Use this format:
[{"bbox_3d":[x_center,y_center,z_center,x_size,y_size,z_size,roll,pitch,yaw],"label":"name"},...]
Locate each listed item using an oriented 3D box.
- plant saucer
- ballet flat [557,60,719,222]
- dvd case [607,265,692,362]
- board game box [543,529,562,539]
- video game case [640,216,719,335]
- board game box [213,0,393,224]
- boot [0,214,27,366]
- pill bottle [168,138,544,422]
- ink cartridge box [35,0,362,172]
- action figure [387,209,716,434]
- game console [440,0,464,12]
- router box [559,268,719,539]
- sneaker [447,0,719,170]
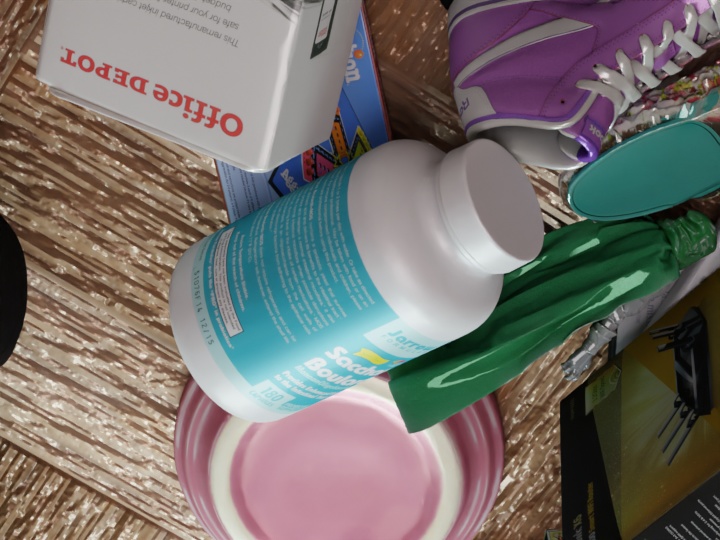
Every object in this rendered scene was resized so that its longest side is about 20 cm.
[{"bbox_3d":[-0.014,0.114,1.464,0.199,0.051,0.202,1,116,2],"label":"plant saucer"},{"bbox_3d":[0.199,-0.088,1.347,0.199,0.064,0.076,-23,129,14],"label":"ballet flat"},{"bbox_3d":[0.244,0.043,1.433,0.199,0.018,0.144,2,116,2],"label":"dvd case"},{"bbox_3d":[0.164,0.240,1.452,0.104,0.024,0.201,0,120,8],"label":"board game box"},{"bbox_3d":[0.255,0.056,1.416,0.182,0.022,0.201,27,114,-9],"label":"video game case"},{"bbox_3d":[-0.036,-0.087,1.384,0.102,0.019,0.201,-8,116,9],"label":"board game box"},{"bbox_3d":[-0.292,-0.006,1.361,0.199,0.068,0.189,-19,72,11],"label":"boot"},{"bbox_3d":[0.000,0.000,1.328,0.199,0.111,0.111,-26,113,33],"label":"pill bottle"},{"bbox_3d":[-0.073,-0.172,1.275,0.145,0.084,0.201,23,114,19],"label":"ink cartridge box"},{"bbox_3d":[0.107,0.019,1.374,0.199,0.118,0.055,-26,130,6],"label":"action figure"},{"bbox_3d":[0.123,-0.242,1.300,0.199,0.116,0.177,-9,86,7],"label":"game console"},{"bbox_3d":[0.179,0.087,1.314,0.052,0.200,0.157,42,111,-16],"label":"router box"},{"bbox_3d":[0.147,-0.109,1.304,0.199,0.115,0.073,-15,142,15],"label":"sneaker"}]
